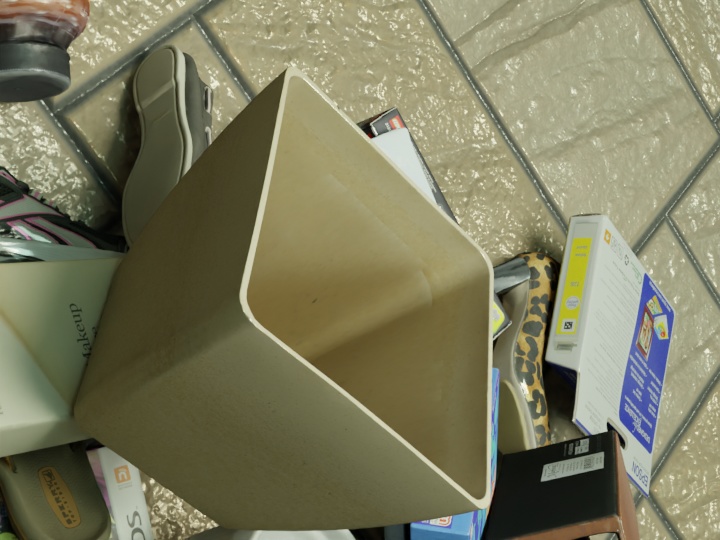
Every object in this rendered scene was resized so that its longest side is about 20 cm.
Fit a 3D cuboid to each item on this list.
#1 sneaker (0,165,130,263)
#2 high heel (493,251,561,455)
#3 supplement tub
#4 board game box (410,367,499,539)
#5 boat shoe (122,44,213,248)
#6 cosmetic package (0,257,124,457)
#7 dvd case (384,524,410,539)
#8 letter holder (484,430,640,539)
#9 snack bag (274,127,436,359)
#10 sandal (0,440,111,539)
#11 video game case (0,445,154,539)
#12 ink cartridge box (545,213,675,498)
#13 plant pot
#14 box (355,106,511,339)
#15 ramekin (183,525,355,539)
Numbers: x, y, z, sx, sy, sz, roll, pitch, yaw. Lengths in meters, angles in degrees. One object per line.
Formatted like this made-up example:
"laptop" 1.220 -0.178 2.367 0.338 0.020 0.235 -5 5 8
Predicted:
"sneaker" -0.232 -0.030 0.876 0.200 0.080 0.087 9 63 -43
"high heel" 0.164 0.083 1.164 0.142 0.071 0.200 -18 85 -37
"supplement tub" -0.242 -0.221 0.889 0.107 0.107 0.200 1 79 -38
"board game box" 0.073 0.193 0.985 0.200 0.045 0.152 86 14 -45
"boat shoe" -0.130 -0.083 0.943 0.057 0.067 0.200 38 34 -40
"cosmetic package" -0.186 0.052 0.807 0.200 0.073 0.104 -6 71 -57
"dvd case" 0.036 0.161 1.021 0.143 0.018 0.200 52 35 -74
"letter holder" 0.170 0.230 1.014 0.200 0.100 0.142 -45 119 -75
"snack bag" 0.000 0.000 0.951 0.200 0.021 0.189 -28 97 -40
"sandal" -0.219 0.098 0.840 0.080 0.054 0.200 -20 69 -43
"video game case" -0.221 0.221 0.849 0.200 0.036 0.182 -10 84 -39
"ink cartridge box" 0.230 0.082 1.198 0.198 0.047 0.200 44 55 -48
"plant pot" -0.052 0.041 0.768 0.200 0.177 0.200 42 35 -31
"box" 0.032 -0.026 1.059 0.035 0.110 0.200 -37 103 -37
"ramekin" -0.070 0.264 0.880 0.200 0.105 0.201 38 45 -50
